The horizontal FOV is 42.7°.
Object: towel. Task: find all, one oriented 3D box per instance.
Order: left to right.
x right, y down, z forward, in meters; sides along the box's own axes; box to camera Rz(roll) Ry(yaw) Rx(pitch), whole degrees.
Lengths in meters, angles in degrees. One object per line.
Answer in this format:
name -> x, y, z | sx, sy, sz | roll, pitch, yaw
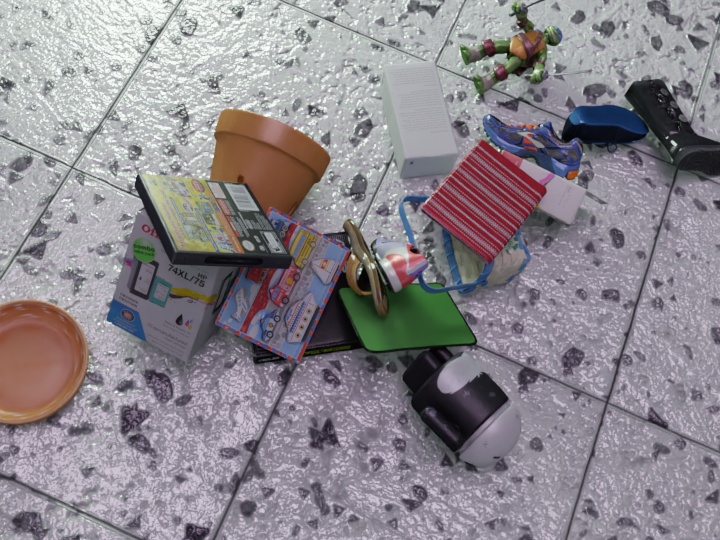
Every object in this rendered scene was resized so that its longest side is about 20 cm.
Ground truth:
towel -> 0.202, -0.114, 1.493 | 0.144, 0.023, 0.200 | 38, 58, 7

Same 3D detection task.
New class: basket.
basket -> 0.171, -0.051, 1.543 | 0.198, 0.139, 0.178 | -7, 66, -19

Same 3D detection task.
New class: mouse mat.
mouse mat -> 0.073, 0.073, 1.479 | 0.198, 0.008, 0.161 | -3, 38, -21

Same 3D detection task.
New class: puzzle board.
puzzle board -> -0.118, 0.024, 1.439 | 0.150, 0.017, 0.201 | 27, 83, -18

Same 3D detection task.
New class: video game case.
video game case -> -0.215, -0.072, 1.334 | 0.180, 0.026, 0.200 | 3, 36, -33

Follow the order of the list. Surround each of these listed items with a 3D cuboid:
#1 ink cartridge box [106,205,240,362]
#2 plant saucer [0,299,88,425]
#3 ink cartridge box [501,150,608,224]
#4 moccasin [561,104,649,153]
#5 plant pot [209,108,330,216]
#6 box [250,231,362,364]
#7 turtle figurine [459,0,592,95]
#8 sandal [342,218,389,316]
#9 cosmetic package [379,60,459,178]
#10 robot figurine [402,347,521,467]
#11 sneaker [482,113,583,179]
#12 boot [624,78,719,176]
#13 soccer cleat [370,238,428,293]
ink cartridge box -> -0.270, 0.000, 1.409 | 0.146, 0.201, 0.146 | 26, 27, 5
plant saucer -> -0.521, 0.143, 1.428 | 0.198, 0.038, 0.202 | 3, 65, -6
ink cartridge box -> 0.323, -0.135, 1.604 | 0.199, 0.116, 0.068 | 27, 98, 6
moccasin -> 0.447, -0.265, 1.707 | 0.199, 0.068, 0.081 | 3, 49, -31
plant pot -> -0.167, -0.161, 1.534 | 0.199, 0.200, 0.141 | 22, 81, 3
box -> -0.097, 0.043, 1.519 | 0.191, 0.048, 0.202 | -8, 67, -10
turtle figurine -> 0.292, -0.416, 1.704 | 0.193, 0.145, 0.200 | -24, 26, 2
sandal -> 0.000, 0.000, 1.489 | 0.054, 0.081, 0.201 | -25, 52, 1
cosmetic package -> 0.104, -0.275, 1.672 | 0.101, 0.071, 0.202 | -7, 67, -10
robot figurine -> 0.158, 0.211, 1.434 | 0.150, 0.125, 0.200 | -39, 76, -18
sneaker -> 0.313, -0.238, 1.659 | 0.199, 0.075, 0.079 | 27, 110, 12
boot -> 0.607, -0.274, 1.740 | 0.164, 0.066, 0.201 | 4, 46, -34
soccer cleat -> 0.062, -0.018, 1.489 | 0.073, 0.200, 0.069 | -26, 104, 2
